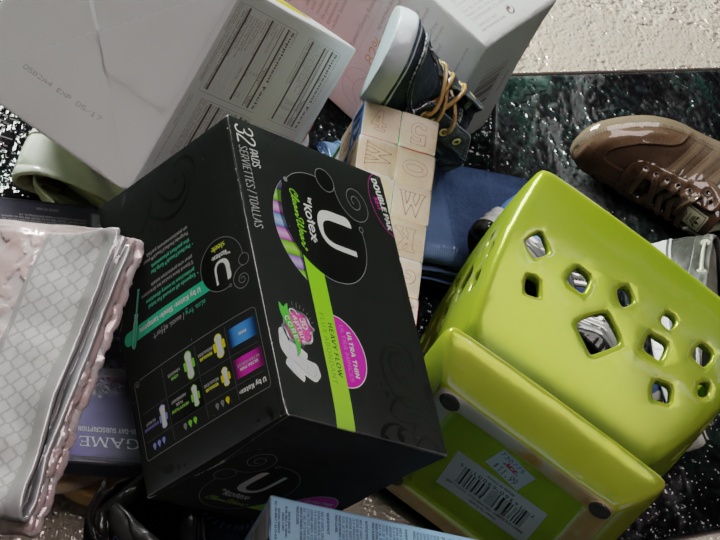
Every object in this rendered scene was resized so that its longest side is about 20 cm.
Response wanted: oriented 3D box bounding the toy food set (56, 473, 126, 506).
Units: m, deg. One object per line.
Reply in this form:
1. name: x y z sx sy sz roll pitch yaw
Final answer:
1. toy food set: -0.217 0.062 1.255 0.198 0.049 0.199 2 53 -20

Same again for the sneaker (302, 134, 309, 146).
1. sneaker: -0.121 -0.150 1.464 0.198 0.087 0.074 20 45 -11

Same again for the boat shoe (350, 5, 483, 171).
1. boat shoe: 0.049 -0.129 1.408 0.090 0.200 0.071 22 79 -1

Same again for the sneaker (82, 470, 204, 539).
1. sneaker: -0.153 0.198 1.136 0.076 0.112 0.201 31 45 0

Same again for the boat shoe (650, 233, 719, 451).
1. boat shoe: 0.259 0.048 1.494 0.063 0.071 0.201 -14 46 17

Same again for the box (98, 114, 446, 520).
1. box: -0.056 0.036 1.186 0.148 0.124 0.202 18 49 -47

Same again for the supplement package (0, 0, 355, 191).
1. supplement package: -0.131 -0.141 1.313 0.151 0.152 0.200 34 7 20

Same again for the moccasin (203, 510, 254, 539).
1. moccasin: -0.082 0.087 1.297 0.080 0.068 0.202 14 50 -17

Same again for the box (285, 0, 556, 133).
1. box: 0.028 -0.209 1.547 0.200 0.153 0.106 44 47 12

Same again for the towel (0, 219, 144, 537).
1. towel: -0.240 0.057 1.157 0.189 0.032 0.202 2 60 27

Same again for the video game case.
1. video game case: -0.200 0.039 1.236 0.141 0.019 0.202 6 52 -17

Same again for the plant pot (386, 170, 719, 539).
1. plant pot: 0.125 0.092 1.320 0.199 0.199 0.182 36 52 2

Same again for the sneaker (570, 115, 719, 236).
1. sneaker: 0.270 -0.071 1.615 0.198 0.071 0.076 11 50 -19

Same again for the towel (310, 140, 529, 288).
1. towel: 0.054 -0.037 1.489 0.198 0.049 0.113 10 49 -19

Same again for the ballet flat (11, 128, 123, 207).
1. ballet flat: -0.162 -0.030 1.368 0.199 0.070 0.069 34 45 9

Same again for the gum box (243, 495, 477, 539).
1. gum box: 0.011 0.215 1.166 0.198 0.170 0.045 14 47 -16

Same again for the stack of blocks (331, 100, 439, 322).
1. stack of blocks: 0.000 0.000 1.354 0.058 0.115 0.202 15 60 -13

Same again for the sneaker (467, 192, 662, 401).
1. sneaker: 0.167 0.023 1.440 0.077 0.076 0.201 -44 105 -25
